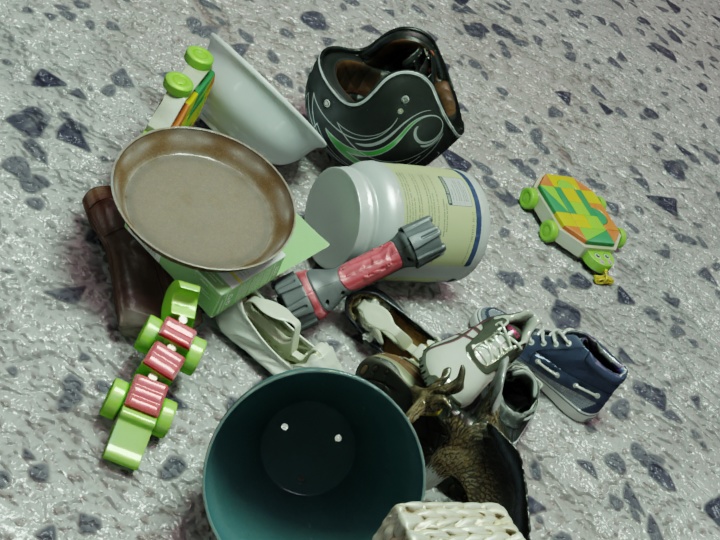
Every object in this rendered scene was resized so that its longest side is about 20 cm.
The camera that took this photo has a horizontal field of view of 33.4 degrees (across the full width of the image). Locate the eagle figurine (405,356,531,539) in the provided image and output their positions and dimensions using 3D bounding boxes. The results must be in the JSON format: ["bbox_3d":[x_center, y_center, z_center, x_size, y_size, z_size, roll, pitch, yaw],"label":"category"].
[{"bbox_3d":[0.114,0.199,1.191,0.152,0.151,0.201,-38,94,-40],"label":"eagle figurine"}]

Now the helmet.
[{"bbox_3d":[0.025,-0.220,1.618,0.200,0.190,0.201,-19,90,-73],"label":"helmet"}]

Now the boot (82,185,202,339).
[{"bbox_3d":[-0.198,-0.007,1.312,0.185,0.064,0.201,-5,49,-30],"label":"boot"}]

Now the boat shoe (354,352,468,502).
[{"bbox_3d":[0.082,0.163,1.316,0.200,0.076,0.074,48,27,9],"label":"boat shoe"}]

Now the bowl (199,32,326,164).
[{"bbox_3d":[-0.144,-0.198,1.517,0.201,0.090,0.201,44,2,-2],"label":"bowl"}]

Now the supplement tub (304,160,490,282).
[{"bbox_3d":[0.046,-0.059,1.484,0.199,0.145,0.145,2,46,-36],"label":"supplement tub"}]

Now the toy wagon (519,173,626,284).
[{"bbox_3d":[0.331,-0.064,1.793,0.154,0.040,0.201,4,45,-34],"label":"toy wagon"}]

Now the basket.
[{"bbox_3d":[0.063,0.304,1.036,0.135,0.201,0.124,7,38,-31],"label":"basket"}]

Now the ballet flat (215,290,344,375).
[{"bbox_3d":[-0.071,0.089,1.293,0.200,0.070,0.069,39,36,7],"label":"ballet flat"}]

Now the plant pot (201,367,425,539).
[{"bbox_3d":[-0.046,0.181,1.126,0.199,0.201,0.135,27,2,-7],"label":"plant pot"}]

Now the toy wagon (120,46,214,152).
[{"bbox_3d":[-0.226,-0.162,1.377,0.039,0.156,0.200,28,37,-5],"label":"toy wagon"}]

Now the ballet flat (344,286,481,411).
[{"bbox_3d":[0.055,0.089,1.380,0.200,0.073,0.073,42,37,18],"label":"ballet flat"}]

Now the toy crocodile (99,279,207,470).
[{"bbox_3d":[-0.198,0.100,1.165,0.067,0.062,0.201,27,54,-10],"label":"toy crocodile"}]

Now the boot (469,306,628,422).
[{"bbox_3d":[0.236,0.093,1.496,0.200,0.091,0.073,38,36,7],"label":"boot"}]

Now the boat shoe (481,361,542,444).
[{"bbox_3d":[0.182,0.147,1.393,0.072,0.071,0.200,32,24,-1],"label":"boat shoe"}]

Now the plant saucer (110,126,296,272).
[{"bbox_3d":[-0.166,-0.070,1.261,0.199,0.032,0.201,14,47,-16],"label":"plant saucer"}]

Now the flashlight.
[{"bbox_3d":[0.000,0.000,1.359,0.199,0.068,0.068,-26,42,-6],"label":"flashlight"}]

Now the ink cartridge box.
[{"bbox_3d":[-0.137,-0.049,1.314,0.145,0.048,0.200,44,46,14],"label":"ink cartridge box"}]

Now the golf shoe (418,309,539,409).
[{"bbox_3d":[0.130,0.088,1.315,0.077,0.088,0.200,52,30,3],"label":"golf shoe"}]
